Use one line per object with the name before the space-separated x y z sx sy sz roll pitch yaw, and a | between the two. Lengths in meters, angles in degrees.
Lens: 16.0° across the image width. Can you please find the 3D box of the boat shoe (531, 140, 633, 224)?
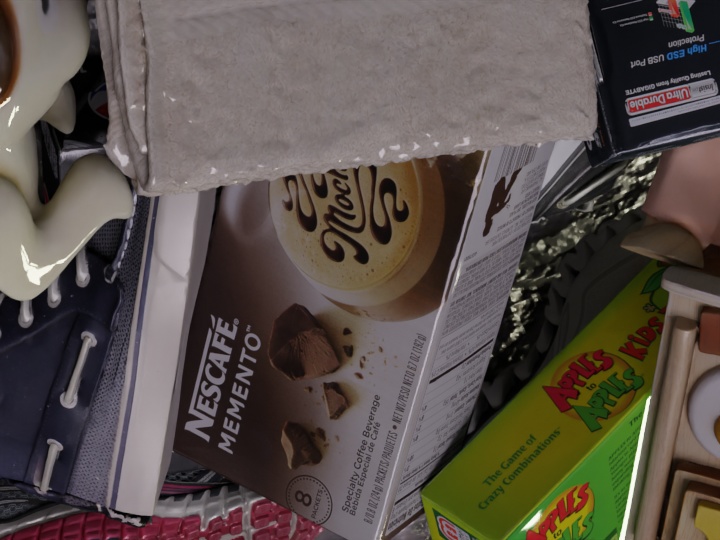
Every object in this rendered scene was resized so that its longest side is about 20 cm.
boat shoe | 0.087 -0.053 1.123 0.200 0.071 0.064 -42 129 18

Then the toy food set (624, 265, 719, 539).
toy food set | 0.180 0.099 1.062 0.143 0.060 0.201 15 125 13

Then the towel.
towel | -0.005 -0.102 0.944 0.199 0.034 0.133 -7 94 -24

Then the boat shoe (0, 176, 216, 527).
boat shoe | -0.114 0.010 1.034 0.092 0.075 0.201 12 115 0

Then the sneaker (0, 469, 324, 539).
sneaker | -0.092 0.106 1.217 0.199 0.075 0.081 -2 143 -33

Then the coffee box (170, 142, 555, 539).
coffee box | 0.000 0.000 1.074 0.080 0.113 0.201 -30 140 -58

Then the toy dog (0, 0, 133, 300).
toy dog | -0.179 -0.055 0.952 0.193 0.140 0.200 20 121 -28

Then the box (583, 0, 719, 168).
box | 0.171 -0.142 1.019 0.199 0.160 0.046 -14 178 -5

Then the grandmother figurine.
grandmother figurine | 0.175 -0.094 1.069 0.121 0.060 0.201 18 89 -43

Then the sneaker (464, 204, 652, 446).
sneaker | 0.112 0.053 1.222 0.075 0.081 0.200 19 122 -29

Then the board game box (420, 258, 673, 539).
board game box | 0.115 0.073 1.142 0.200 0.048 0.102 -43 144 -23

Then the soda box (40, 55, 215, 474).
soda box | -0.100 0.002 1.120 0.070 0.064 0.201 -7 133 -11
